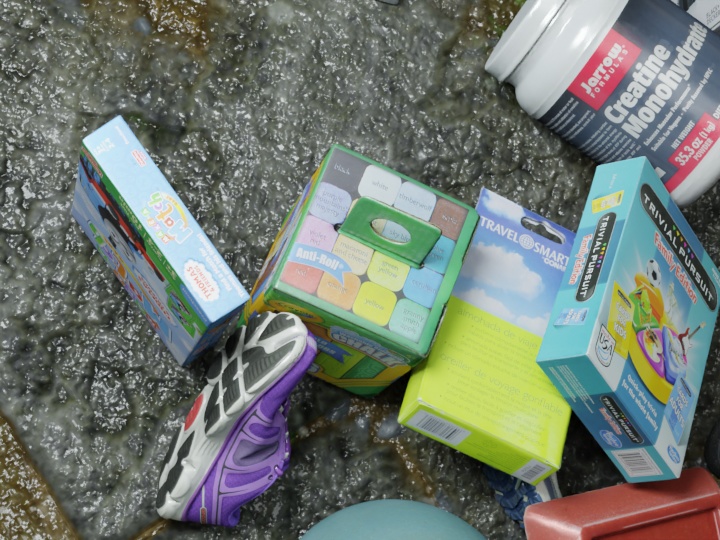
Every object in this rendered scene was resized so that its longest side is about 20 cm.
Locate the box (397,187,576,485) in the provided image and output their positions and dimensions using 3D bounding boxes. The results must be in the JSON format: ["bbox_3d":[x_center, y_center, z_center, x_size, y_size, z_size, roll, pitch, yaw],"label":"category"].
[{"bbox_3d":[0.111,0.047,1.206,0.122,0.048,0.200,26,56,-11],"label":"box"}]

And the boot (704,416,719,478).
[{"bbox_3d":[0.353,0.080,1.273,0.070,0.132,0.200,23,74,-6],"label":"boot"}]

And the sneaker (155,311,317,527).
[{"bbox_3d":[-0.078,0.111,1.163,0.083,0.200,0.081,20,36,-19],"label":"sneaker"}]

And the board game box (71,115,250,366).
[{"bbox_3d":[-0.149,-0.014,1.146,0.037,0.200,0.151,-35,87,-16],"label":"board game box"}]

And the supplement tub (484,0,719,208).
[{"bbox_3d":[0.216,-0.156,1.289,0.200,0.140,0.140,34,73,-4],"label":"supplement tub"}]

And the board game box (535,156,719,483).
[{"bbox_3d":[0.213,0.037,1.225,0.151,0.047,0.200,50,46,-33],"label":"board game box"}]

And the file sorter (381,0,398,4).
[{"bbox_3d":[-0.004,-0.345,1.290,0.139,0.125,0.200,13,75,-10],"label":"file sorter"}]

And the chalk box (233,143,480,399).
[{"bbox_3d":[0.000,0.000,1.172,0.125,0.200,0.124,25,70,-6],"label":"chalk box"}]

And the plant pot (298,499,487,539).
[{"bbox_3d":[0.038,0.264,1.163,0.200,0.135,0.201,3,78,-12],"label":"plant pot"}]

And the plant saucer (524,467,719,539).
[{"bbox_3d":[0.227,0.261,1.210,0.199,0.037,0.200,-6,81,-36],"label":"plant saucer"}]

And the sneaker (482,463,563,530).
[{"bbox_3d":[0.134,0.111,1.250,0.085,0.077,0.200,-18,83,-20],"label":"sneaker"}]

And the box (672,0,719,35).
[{"bbox_3d":[0.301,-0.287,1.350,0.060,0.117,0.200,-2,78,-13],"label":"box"}]
